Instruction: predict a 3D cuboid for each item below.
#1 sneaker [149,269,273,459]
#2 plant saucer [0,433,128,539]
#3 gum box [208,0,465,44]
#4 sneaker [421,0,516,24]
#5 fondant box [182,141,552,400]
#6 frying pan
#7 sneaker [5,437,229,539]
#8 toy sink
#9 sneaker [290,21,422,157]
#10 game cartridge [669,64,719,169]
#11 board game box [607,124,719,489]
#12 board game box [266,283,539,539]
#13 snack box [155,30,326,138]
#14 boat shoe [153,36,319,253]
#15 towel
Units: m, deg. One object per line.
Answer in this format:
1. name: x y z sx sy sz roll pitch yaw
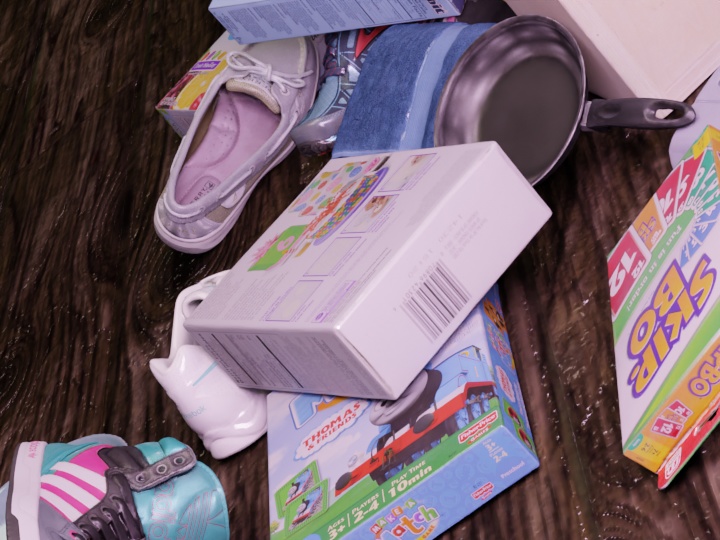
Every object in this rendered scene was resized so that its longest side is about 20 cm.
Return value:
1. sneaker: -0.068 0.023 1.452 0.070 0.080 0.200 -27 25 37
2. plant saucer: -0.206 0.188 1.435 0.201 0.039 0.201 -35 24 18
3. gum box: 0.007 -0.246 1.617 0.200 0.045 0.170 -2 54 39
4. sneaker: 0.086 -0.211 1.620 0.086 0.080 0.200 -17 32 50
5. fondant box: 0.000 0.000 1.318 0.144 0.058 0.200 -49 21 -20
6. frying pan: 0.117 -0.103 1.327 0.190 0.031 0.115 -20 60 38
7. sneaker: -0.133 0.150 1.282 0.121 0.084 0.200 -4 22 -4
8. toy sink: 0.134 -0.206 1.372 0.112 0.200 0.130 -44 21 -3
9. sneaker: -0.005 -0.167 1.668 0.079 0.096 0.200 -14 36 50
10. game cartridge: 0.255 -0.119 1.234 0.200 0.041 0.133 -49 19 -15
11. board game box: 0.159 0.015 1.124 0.096 0.030 0.200 -55 17 28
12. board game box: 0.017 0.086 1.254 0.151 0.037 0.200 -37 22 14
13. snack box: -0.059 -0.182 1.839 0.200 0.053 0.142 -49 24 -15
14. boat shoe: -0.088 -0.106 1.699 0.202 0.074 0.065 -58 -8 -25
15. towel: 0.051 -0.106 1.480 0.200 0.048 0.112 14 86 64
